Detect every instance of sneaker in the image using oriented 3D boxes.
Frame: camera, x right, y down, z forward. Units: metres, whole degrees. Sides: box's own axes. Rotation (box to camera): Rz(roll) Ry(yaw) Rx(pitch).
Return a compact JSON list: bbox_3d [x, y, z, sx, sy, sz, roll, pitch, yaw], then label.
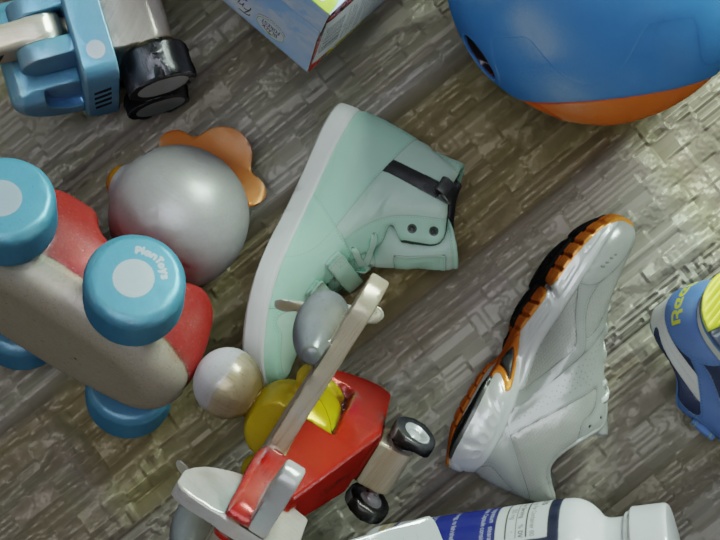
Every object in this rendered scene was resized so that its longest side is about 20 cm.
[{"bbox_3d":[0.000,0.000,0.862,0.117,0.074,0.203,22,86,11],"label":"sneaker"},{"bbox_3d":[0.261,0.089,0.848,0.074,0.082,0.201,-38,102,-29],"label":"sneaker"},{"bbox_3d":[0.139,0.061,0.860,0.091,0.076,0.202,30,97,-2],"label":"sneaker"}]

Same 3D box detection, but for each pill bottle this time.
[{"bbox_3d":[0.103,0.206,0.806,0.197,0.116,0.118,-11,86,18],"label":"pill bottle"}]

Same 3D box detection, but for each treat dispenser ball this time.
[{"bbox_3d":[0.150,-0.193,0.799,0.197,0.201,0.204,0,87,4],"label":"treat dispenser ball"}]

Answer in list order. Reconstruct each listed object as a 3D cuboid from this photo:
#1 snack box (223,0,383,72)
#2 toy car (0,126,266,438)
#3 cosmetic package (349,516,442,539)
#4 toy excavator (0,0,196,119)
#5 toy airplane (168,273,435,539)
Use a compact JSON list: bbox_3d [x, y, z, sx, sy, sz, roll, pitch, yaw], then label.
[{"bbox_3d":[-0.030,-0.253,0.840,0.168,0.068,0.200,41,61,5],"label":"snack box"},{"bbox_3d":[-0.150,-0.027,0.855,0.175,0.185,0.201,30,60,6],"label":"toy car"},{"bbox_3d":[-0.036,0.218,0.689,0.198,0.081,0.114,-12,65,-31],"label":"cosmetic package"},{"bbox_3d":[-0.212,-0.142,0.817,0.197,0.194,0.101,-19,87,-11],"label":"toy excavator"},{"bbox_3d":[-0.056,0.106,0.785,0.141,0.200,0.200,41,70,17],"label":"toy airplane"}]
